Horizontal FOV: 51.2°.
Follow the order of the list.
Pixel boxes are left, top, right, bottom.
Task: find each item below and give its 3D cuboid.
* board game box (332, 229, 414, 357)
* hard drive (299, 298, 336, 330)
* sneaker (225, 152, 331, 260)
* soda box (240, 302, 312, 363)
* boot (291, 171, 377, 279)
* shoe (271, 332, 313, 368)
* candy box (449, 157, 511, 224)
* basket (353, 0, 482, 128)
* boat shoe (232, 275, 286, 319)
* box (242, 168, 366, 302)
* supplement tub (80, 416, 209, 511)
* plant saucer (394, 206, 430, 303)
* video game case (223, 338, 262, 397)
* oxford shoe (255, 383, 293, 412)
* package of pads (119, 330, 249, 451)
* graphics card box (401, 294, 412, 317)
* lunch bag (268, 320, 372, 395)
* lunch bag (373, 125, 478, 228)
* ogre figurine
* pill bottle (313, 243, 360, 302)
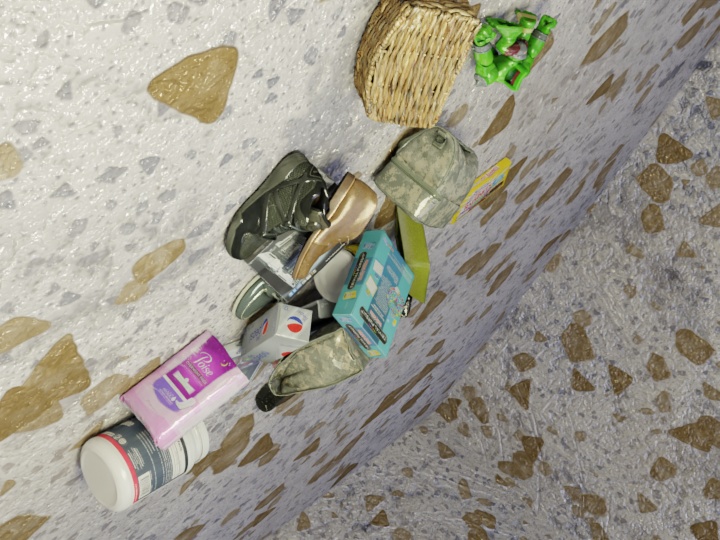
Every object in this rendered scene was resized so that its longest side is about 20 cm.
[{"bbox_3d":[0.029,0.045,1.466,0.151,0.047,0.200,53,47,-41],"label":"board game box"},{"bbox_3d":[-0.097,0.099,1.594,0.135,0.042,0.200,-24,171,17],"label":"hard drive"},{"bbox_3d":[-0.123,-0.075,1.167,0.199,0.114,0.076,-47,159,10],"label":"sneaker"},{"bbox_3d":[-0.161,0.121,1.415,0.068,0.064,0.200,16,156,-23],"label":"soda box"},{"bbox_3d":[-0.044,-0.057,1.225,0.200,0.075,0.074,-56,-169,15],"label":"boot"},{"bbox_3d":[-0.136,0.182,1.737,0.091,0.072,0.200,-23,-177,17],"label":"shoe"},{"bbox_3d":[0.302,-0.203,1.915,0.200,0.026,0.102,-37,156,-23],"label":"candy box"},{"bbox_3d":[0.063,-0.333,1.106,0.143,0.149,0.200,2,139,-20],"label":"basket"},{"bbox_3d":[-0.150,0.028,1.391,0.200,0.062,0.073,-42,161,-10],"label":"boat shoe"},{"bbox_3d":[-0.100,-0.058,1.296,0.200,0.050,0.158,-44,148,-4],"label":"box"},{"bbox_3d":[-0.396,0.338,1.389,0.200,0.140,0.140,-24,151,-47],"label":"supplement tub"},{"bbox_3d":[0.108,-0.052,1.639,0.048,0.200,0.200,-6,155,-2],"label":"plant saucer"},{"bbox_3d":[-0.271,0.215,1.578,0.182,0.023,0.200,-16,146,-54],"label":"video game case"},{"bbox_3d":[-0.165,0.265,1.826,0.200,0.073,0.084,-37,169,24],"label":"oxford shoe"},{"bbox_3d":[-0.312,0.215,1.346,0.200,0.121,0.076,-38,160,-19],"label":"package of pads"},{"bbox_3d":[0.054,0.068,1.724,0.200,0.125,0.051,-1,101,-85],"label":"graphics card box"},{"bbox_3d":[-0.084,0.176,1.518,0.200,0.118,0.164,-25,-179,15],"label":"lunch bag"},{"bbox_3d":[0.141,-0.185,1.445,0.168,0.139,0.200,-49,161,12],"label":"lunch bag"},{"bbox_3d":[0.266,-0.394,1.352,0.200,0.098,0.120,-42,152,-47],"label":"ogre figurine"},{"bbox_3d":[0.000,0.000,1.570,0.111,0.111,0.200,-55,159,25],"label":"pill bottle"}]
